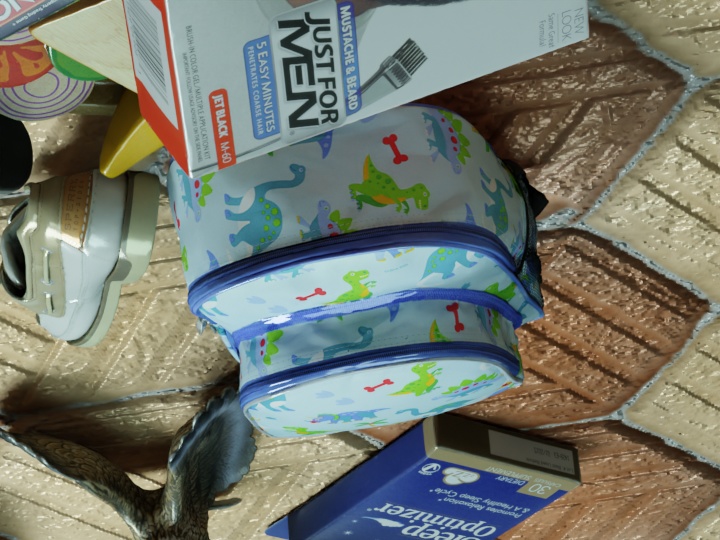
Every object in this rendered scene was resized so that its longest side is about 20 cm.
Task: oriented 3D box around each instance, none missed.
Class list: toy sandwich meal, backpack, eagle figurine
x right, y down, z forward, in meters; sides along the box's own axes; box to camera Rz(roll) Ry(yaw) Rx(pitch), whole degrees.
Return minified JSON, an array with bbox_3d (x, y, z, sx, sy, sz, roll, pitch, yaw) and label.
[{"bbox_3d":[-0.109,-0.112,1.309,0.205,0.070,0.205,-4,150,-2],"label":"toy sandwich meal"},{"bbox_3d":[0.000,0.000,1.417,0.183,0.147,0.200,-12,161,10],"label":"backpack"},{"bbox_3d":[-0.128,0.144,1.729,0.152,0.151,0.200,-35,126,-29],"label":"eagle figurine"}]

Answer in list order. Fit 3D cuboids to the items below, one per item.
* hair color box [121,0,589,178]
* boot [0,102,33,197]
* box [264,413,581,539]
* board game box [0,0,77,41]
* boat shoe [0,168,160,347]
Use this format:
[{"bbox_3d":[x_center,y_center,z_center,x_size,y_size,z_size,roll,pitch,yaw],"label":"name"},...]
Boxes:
[{"bbox_3d":[-0.001,-0.128,1.214,0.200,0.064,0.111,-22,132,-17],"label":"hair color box"},{"bbox_3d":[-0.281,-0.058,1.385,0.174,0.069,0.200,-20,141,38],"label":"boot"},{"bbox_3d":[0.038,0.159,1.844,0.121,0.032,0.200,16,145,-33],"label":"box"},{"bbox_3d":[-0.222,-0.131,1.213,0.200,0.062,0.200,-26,128,10],"label":"board game box"},{"bbox_3d":[-0.156,-0.012,1.461,0.068,0.075,0.200,8,160,-13],"label":"boat shoe"}]
